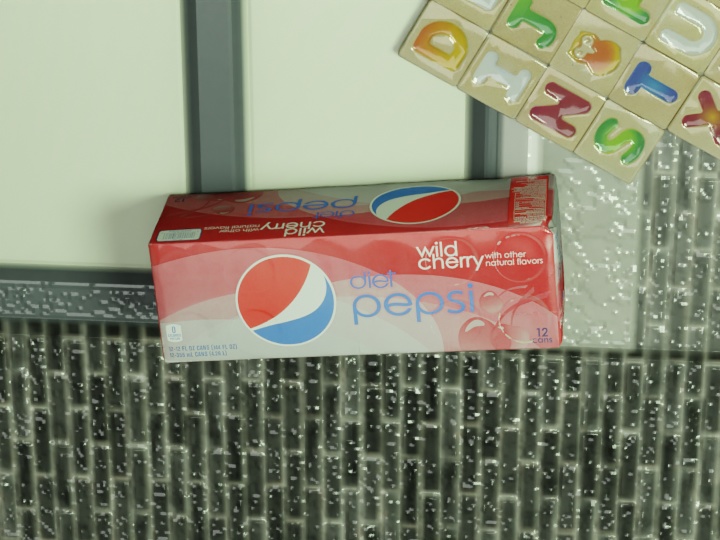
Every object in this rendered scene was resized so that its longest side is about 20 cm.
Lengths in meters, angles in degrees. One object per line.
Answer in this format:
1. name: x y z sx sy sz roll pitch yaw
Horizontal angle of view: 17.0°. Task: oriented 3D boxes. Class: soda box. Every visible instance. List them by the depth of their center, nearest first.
1. soda box: 0.000 0.000 1.190 0.200 0.063 0.070 -3 114 8

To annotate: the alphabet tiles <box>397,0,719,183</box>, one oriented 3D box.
1. alphabet tiles: 0.114 -0.139 1.145 0.200 0.006 0.167 29 115 -7
